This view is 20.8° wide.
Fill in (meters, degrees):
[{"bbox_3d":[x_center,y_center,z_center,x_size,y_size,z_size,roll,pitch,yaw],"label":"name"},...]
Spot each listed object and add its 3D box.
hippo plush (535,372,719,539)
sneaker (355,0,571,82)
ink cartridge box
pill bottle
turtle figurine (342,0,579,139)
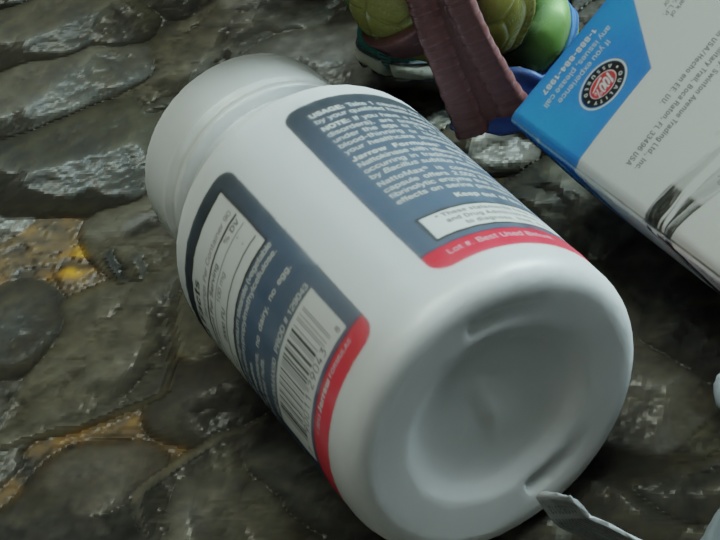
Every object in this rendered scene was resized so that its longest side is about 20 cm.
[{"bbox_3d":[0.129,0.081,0.575,0.159,0.200,0.161,-34,20,31],"label":"hippo plush"},{"bbox_3d":[0.066,-0.159,0.919,0.077,0.080,0.200,24,56,37],"label":"sneaker"},{"bbox_3d":[0.175,-0.050,0.724,0.146,0.084,0.200,-49,46,4],"label":"ink cartridge box"},{"bbox_3d":[0.000,0.000,0.737,0.119,0.120,0.200,-29,42,-14],"label":"pill bottle"},{"bbox_3d":[0.009,-0.164,0.793,0.144,0.193,0.201,16,92,53],"label":"turtle figurine"}]
